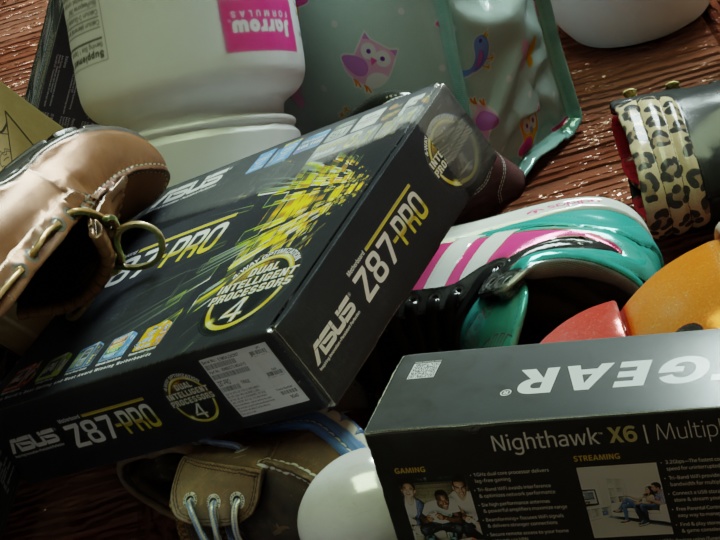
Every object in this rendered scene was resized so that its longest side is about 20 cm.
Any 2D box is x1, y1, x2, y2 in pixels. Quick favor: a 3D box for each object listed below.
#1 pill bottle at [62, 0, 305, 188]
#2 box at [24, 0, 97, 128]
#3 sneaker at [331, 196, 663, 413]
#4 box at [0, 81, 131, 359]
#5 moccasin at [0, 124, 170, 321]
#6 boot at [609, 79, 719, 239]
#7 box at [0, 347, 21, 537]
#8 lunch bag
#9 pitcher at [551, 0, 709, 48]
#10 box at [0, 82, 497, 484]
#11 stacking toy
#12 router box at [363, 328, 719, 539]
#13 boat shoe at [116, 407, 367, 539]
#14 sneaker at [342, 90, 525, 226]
[{"bbox_3d":[-0.089,-0.133,1.284,0.113,0.200,0.113,-10,-3,0],"label":"pill bottle"},{"bbox_3d":[-0.149,-0.135,1.449,0.050,0.200,0.158,13,23,-11],"label":"box"},{"bbox_3d":[0.044,0.033,1.134,0.200,0.084,0.121,-19,19,-1],"label":"sneaker"},{"bbox_3d":[-0.171,-0.032,1.212,0.021,0.200,0.164,-33,45,22],"label":"box"},{"bbox_3d":[-0.133,-0.010,1.118,0.074,0.078,0.201,-50,-6,22],"label":"moccasin"},{"bbox_3d":[0.198,-0.085,1.285,0.150,0.073,0.200,-15,31,4],"label":"boot"},{"bbox_3d":[-0.243,0.097,1.147,0.164,0.086,0.200,-17,25,14],"label":"box"},{"bbox_3d":[0.006,-0.143,1.365,0.170,0.200,0.122,3,32,37],"label":"lunch bag"},{"bbox_3d":[0.152,-0.229,1.443,0.171,0.200,0.121,4,33,38],"label":"pitcher"},{"bbox_3d":[-0.053,0.009,1.115,0.200,0.049,0.161,-17,27,45],"label":"box"},{"bbox_3d":[0.075,0.075,0.953,0.200,0.146,0.146,-17,26,4],"label":"stacking toy"},{"bbox_3d":[0.117,0.098,0.865,0.200,0.157,0.052,-5,28,22],"label":"router box"},{"bbox_3d":[-0.038,0.098,1.072,0.072,0.072,0.200,-32,19,-19],"label":"boat shoe"},{"bbox_3d":[0.000,0.000,1.245,0.200,0.115,0.076,-35,49,35],"label":"sneaker"}]
